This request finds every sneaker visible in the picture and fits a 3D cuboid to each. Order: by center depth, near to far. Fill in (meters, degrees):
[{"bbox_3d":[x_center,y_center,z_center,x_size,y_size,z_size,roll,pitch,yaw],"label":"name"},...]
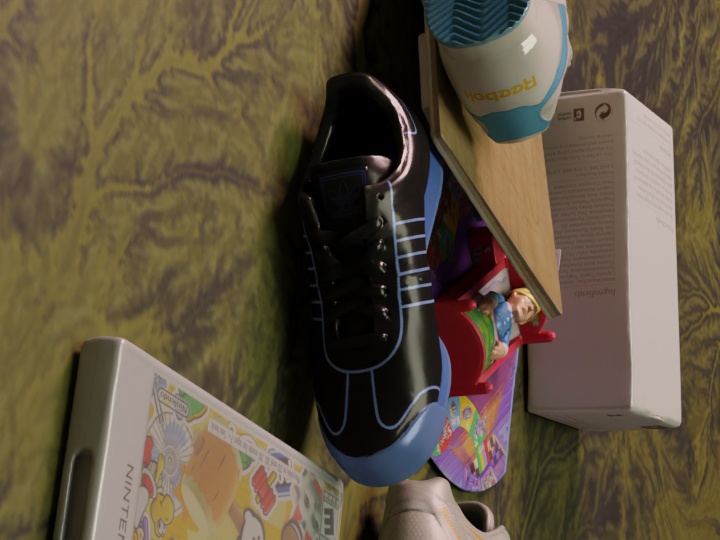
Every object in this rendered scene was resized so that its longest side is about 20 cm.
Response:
[{"bbox_3d":[0.000,0.000,0.963,0.078,0.070,0.200,50,33,-52],"label":"sneaker"},{"bbox_3d":[0.066,0.174,1.060,0.200,0.076,0.092,54,35,-48],"label":"sneaker"},{"bbox_3d":[0.076,-0.148,1.089,0.200,0.076,0.081,-77,151,-49],"label":"sneaker"}]

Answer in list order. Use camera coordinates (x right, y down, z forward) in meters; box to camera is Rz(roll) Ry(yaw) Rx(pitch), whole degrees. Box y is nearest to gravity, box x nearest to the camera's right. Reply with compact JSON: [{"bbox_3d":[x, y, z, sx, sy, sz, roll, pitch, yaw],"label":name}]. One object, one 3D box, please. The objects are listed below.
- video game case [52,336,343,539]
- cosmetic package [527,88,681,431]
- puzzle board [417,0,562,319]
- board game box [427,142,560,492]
[{"bbox_3d":[-0.066,0.146,0.844,0.200,0.023,0.182,41,49,-55],"label":"video game case"},{"bbox_3d":[0.151,-0.004,1.272,0.102,0.074,0.200,23,66,-61],"label":"cosmetic package"},{"bbox_3d":[0.067,-0.089,1.124,0.151,0.017,0.200,53,24,-39],"label":"puzzle board"},{"bbox_3d":[0.075,0.022,1.140,0.158,0.039,0.200,48,43,-51],"label":"board game box"}]
